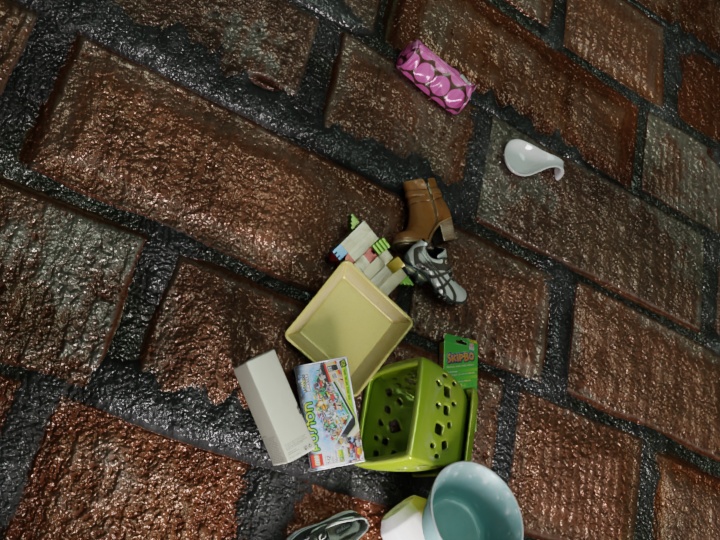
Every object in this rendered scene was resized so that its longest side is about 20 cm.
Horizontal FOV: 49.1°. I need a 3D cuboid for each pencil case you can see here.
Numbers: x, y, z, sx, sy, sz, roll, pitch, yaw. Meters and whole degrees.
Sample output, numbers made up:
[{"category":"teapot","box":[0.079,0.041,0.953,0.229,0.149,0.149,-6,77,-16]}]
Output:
[{"category":"pencil case","box":[0.185,-0.476,1.918,0.198,0.093,0.092,32,61,-17]}]

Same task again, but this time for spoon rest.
[{"category":"spoon rest","box":[0.452,-0.281,2.029,0.197,0.060,0.101,9,70,-28]}]

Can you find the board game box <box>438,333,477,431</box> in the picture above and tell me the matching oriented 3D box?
[{"category":"board game box","box":[0.216,0.247,1.741,0.094,0.030,0.204,15,70,-26]}]

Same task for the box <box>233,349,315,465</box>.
[{"category":"box","box":[-0.164,0.259,1.486,0.068,0.082,0.203,-21,86,-32]}]

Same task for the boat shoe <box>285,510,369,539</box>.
[{"category":"boat shoe","box":[-0.071,0.502,1.465,0.198,0.071,0.073,-25,87,-33]}]

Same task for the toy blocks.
[{"category":"toy blocks","box":[0.000,0.000,1.667,0.137,0.100,0.201,-43,101,-21]}]

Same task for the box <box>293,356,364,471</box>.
[{"category":"box","box":[-0.061,0.278,1.532,0.108,0.035,0.204,-10,82,-3]}]

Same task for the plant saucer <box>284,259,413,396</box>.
[{"category":"plant saucer","box":[-0.025,0.117,1.601,0.200,0.048,0.201,42,81,-12]}]

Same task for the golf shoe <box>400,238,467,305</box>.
[{"category":"golf shoe","box":[0.179,0.005,1.740,0.198,0.078,0.095,30,101,-32]}]

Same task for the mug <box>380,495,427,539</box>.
[{"category":"mug","box":[0.126,0.521,1.544,0.185,0.149,0.154,-28,80,-47]}]

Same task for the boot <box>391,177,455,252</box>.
[{"category":"boot","box":[0.127,-0.130,1.781,0.197,0.076,0.158,-13,82,-35]}]

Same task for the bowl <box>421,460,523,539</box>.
[{"category":"bowl","box":[0.191,0.468,1.456,0.197,0.105,0.204,15,52,-20]}]

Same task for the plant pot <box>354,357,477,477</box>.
[{"category":"plant pot","box":[0.121,0.308,1.571,0.179,0.198,0.204,25,63,-27]}]
